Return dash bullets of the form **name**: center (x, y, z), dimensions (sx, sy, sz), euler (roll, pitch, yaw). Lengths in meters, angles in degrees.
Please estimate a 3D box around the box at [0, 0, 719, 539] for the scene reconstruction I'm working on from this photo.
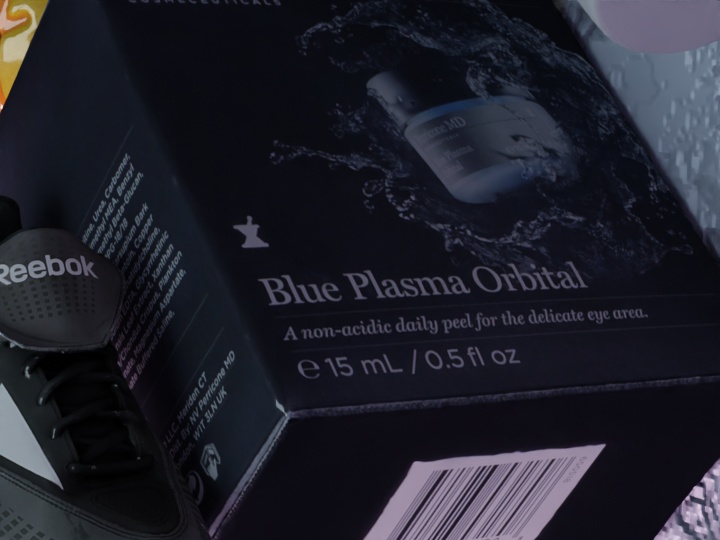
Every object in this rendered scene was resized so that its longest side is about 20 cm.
- **box**: center (0.000, 0.000, 0.754), dimensions (0.118, 0.196, 0.200), euler (-59, 46, 40)

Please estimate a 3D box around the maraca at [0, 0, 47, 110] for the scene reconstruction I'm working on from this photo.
- **maraca**: center (-0.135, -0.097, 1.038), dimensions (0.200, 0.107, 0.137), euler (56, 153, 28)

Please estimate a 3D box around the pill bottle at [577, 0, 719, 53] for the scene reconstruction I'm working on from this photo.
- **pill bottle**: center (0.068, -0.169, 0.707), dimensions (0.200, 0.119, 0.120), euler (60, 138, 34)

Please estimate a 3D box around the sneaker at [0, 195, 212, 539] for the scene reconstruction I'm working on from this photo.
- **sneaker**: center (-0.096, 0.037, 0.663), dimensions (0.200, 0.066, 0.091), euler (42, 127, 50)
